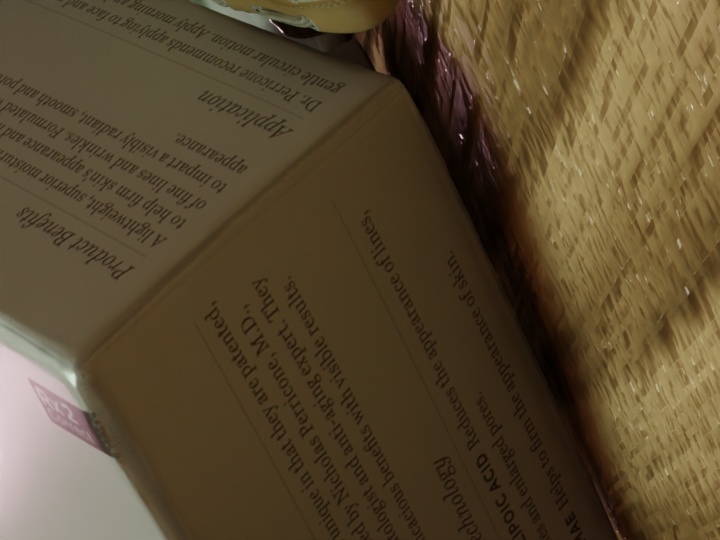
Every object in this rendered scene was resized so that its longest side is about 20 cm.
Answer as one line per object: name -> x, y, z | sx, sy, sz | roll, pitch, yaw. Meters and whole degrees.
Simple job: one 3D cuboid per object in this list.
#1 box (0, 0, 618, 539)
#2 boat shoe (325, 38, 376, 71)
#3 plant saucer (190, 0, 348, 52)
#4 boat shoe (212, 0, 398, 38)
box -> -0.054, 0.030, 0.891 | 0.199, 0.131, 0.201 | 26, 150, 48
boat shoe -> 0.000, 0.000, 1.011 | 0.200, 0.066, 0.070 | 71, 174, -56
plant saucer -> -0.030, -0.070, 1.152 | 0.200, 0.050, 0.201 | 156, 90, -87
boat shoe -> -0.031, -0.102, 0.854 | 0.076, 0.072, 0.200 | 51, -177, -17
